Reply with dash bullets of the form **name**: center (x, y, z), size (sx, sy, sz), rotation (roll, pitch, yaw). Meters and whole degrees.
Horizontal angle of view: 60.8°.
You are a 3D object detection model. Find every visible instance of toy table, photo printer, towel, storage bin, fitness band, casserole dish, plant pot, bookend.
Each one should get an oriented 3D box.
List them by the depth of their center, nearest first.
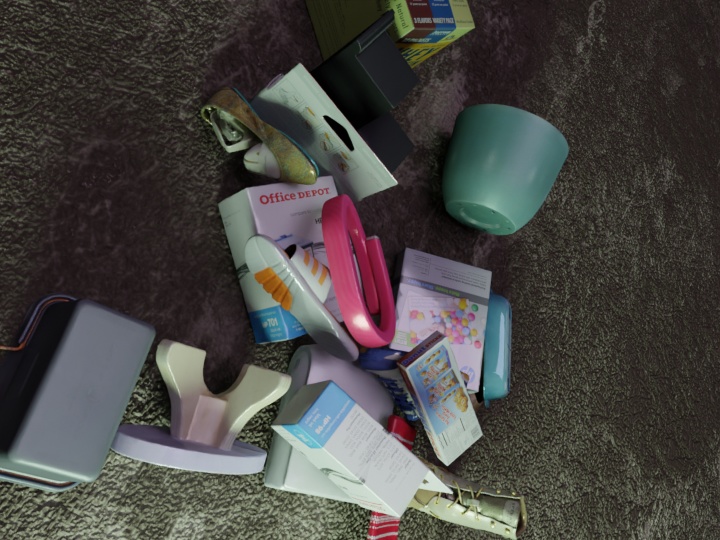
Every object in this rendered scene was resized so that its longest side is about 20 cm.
- **storage bin**: center (-0.298, 0.115, 0.616), size (0.145, 0.134, 0.200), rotation (29, 63, -29)
- **toy table**: center (-0.169, 0.153, 0.687), size (0.200, 0.184, 0.117), rotation (43, 61, -66)
- **fitness band**: center (0.000, 0.000, 0.786), size (0.144, 0.037, 0.200), rotation (21, 53, -70)
- **photo printer**: center (-0.034, 0.206, 0.838), size (0.166, 0.069, 0.200), rotation (25, 66, -31)
- **towel**: center (0.044, 0.309, 0.855), size (0.145, 0.022, 0.200), rotation (57, 41, -64)
- **bookend**: center (0.018, -0.228, 0.889), size (0.199, 0.200, 0.092), rotation (50, 56, -17)
- **casserole dish**: center (0.232, 0.129, 1.031), size (0.121, 0.039, 0.200), rotation (39, 54, -68)
- **plant pot**: center (0.230, -0.158, 1.048), size (0.200, 0.200, 0.161), rotation (29, 77, -29)

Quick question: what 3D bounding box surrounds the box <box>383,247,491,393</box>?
- **box**: center (0.121, 0.079, 0.972), size (0.156, 0.041, 0.200), rotation (16, 71, -12)

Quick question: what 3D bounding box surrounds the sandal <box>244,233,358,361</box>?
- **sandal**: center (-0.062, 0.025, 0.751), size (0.207, 0.079, 0.059), rotation (53, 55, -26)

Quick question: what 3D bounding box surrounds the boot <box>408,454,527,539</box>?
- **boot**: center (0.145, 0.320, 0.860), size (0.200, 0.154, 0.072), rotation (48, 55, -50)

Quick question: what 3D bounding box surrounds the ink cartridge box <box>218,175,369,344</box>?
- **ink cartridge box**: center (-0.089, -0.017, 0.836), size (0.146, 0.086, 0.200), rotation (-16, 92, -38)

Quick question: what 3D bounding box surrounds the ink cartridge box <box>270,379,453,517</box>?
- **ink cartridge box**: center (-0.001, 0.223, 0.730), size (0.200, 0.116, 0.067), rotation (44, 64, -7)

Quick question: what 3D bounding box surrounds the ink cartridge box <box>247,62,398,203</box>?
- **ink cartridge box**: center (-0.054, -0.180, 0.839), size (0.200, 0.173, 0.044), rotation (48, 56, -19)

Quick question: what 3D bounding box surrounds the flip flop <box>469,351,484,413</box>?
- **flip flop**: center (0.174, 0.198, 1.006), size (0.081, 0.058, 0.200), rotation (49, 53, -24)

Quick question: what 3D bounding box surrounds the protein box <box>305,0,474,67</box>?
- **protein box**: center (0.033, -0.417, 0.940), size (0.135, 0.200, 0.199), rotation (-19, 92, -38)

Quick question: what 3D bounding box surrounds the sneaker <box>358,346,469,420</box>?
- **sneaker**: center (0.074, 0.162, 0.847), size (0.200, 0.075, 0.088), rotation (25, 79, -34)

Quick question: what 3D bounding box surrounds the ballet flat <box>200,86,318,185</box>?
- **ballet flat**: center (-0.138, -0.165, 0.799), size (0.071, 0.071, 0.200), rotation (-28, 63, -38)

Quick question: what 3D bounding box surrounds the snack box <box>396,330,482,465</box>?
- **snack box**: center (0.111, 0.177, 0.829), size (0.072, 0.024, 0.200), rotation (-35, 124, -17)
